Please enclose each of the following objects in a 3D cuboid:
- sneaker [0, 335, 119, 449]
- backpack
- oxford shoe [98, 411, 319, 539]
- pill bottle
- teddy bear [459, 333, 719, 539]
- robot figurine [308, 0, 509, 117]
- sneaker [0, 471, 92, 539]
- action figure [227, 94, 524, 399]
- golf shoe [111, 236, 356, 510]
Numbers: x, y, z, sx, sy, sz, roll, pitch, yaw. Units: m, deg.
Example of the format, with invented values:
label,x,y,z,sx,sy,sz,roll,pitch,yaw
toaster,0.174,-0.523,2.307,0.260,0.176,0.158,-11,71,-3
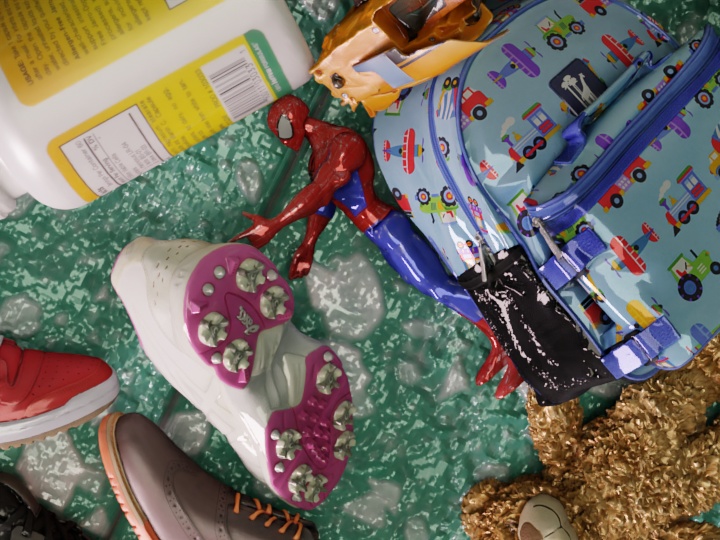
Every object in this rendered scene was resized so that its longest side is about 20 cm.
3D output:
label,x,y,z,sx,sy,sz,roll,pitch,yaw
sneaker,-0.232,0.036,0.894,0.199,0.071,0.113,-7,105,-2
backpack,0.116,-0.058,0.867,0.182,0.134,0.200,-39,94,-23
oxford shoe,-0.064,0.143,0.927,0.072,0.071,0.200,-33,113,18
pill bottle,-0.133,-0.101,0.856,0.199,0.113,0.113,-29,102,0
teddy bear,0.153,0.114,0.950,0.199,0.067,0.146,-18,100,-3
robot figurine,0.065,-0.157,0.807,0.200,0.145,0.058,-27,123,39
sneaker,-0.180,0.160,0.924,0.199,0.070,0.100,0,99,-6
action figure,0.000,0.000,0.912,0.099,0.065,0.200,-39,102,-7
golf shoe,-0.065,0.051,0.904,0.075,0.091,0.200,-50,138,-26
